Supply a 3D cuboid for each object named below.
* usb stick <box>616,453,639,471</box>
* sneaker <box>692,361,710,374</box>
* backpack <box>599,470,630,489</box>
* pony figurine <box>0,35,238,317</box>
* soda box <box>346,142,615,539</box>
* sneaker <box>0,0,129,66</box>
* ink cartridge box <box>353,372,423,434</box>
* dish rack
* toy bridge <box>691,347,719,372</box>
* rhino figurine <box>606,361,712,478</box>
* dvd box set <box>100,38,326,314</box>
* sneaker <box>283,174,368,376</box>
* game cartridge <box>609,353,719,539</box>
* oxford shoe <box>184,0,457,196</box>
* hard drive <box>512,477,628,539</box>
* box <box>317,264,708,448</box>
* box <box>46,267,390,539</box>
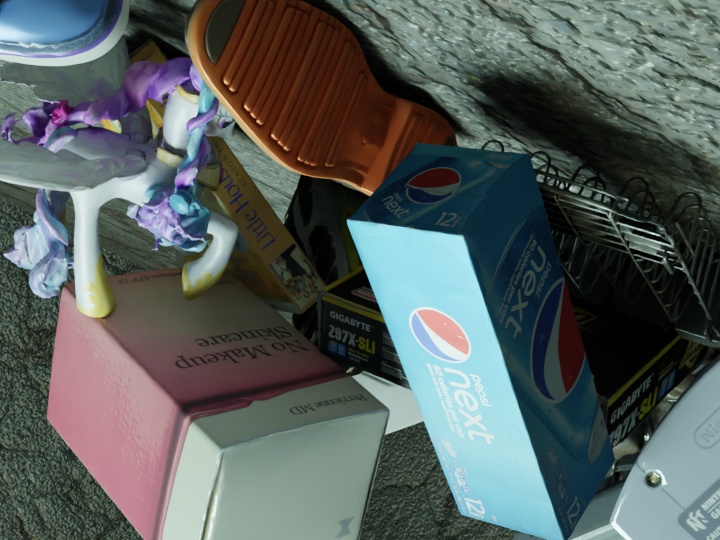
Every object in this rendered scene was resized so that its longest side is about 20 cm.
[{"bbox_3d":[0.285,0.136,0.991,0.198,0.033,0.055,-7,-173,7],"label":"usb stick"},{"bbox_3d":[0.205,0.076,0.988,0.199,0.078,0.112,30,-177,14],"label":"sneaker"},{"bbox_3d":[0.165,0.114,1.101,0.200,0.167,0.126,37,-173,19],"label":"backpack"},{"bbox_3d":[-0.147,-0.065,0.708,0.192,0.167,0.201,9,135,-11],"label":"pony figurine"},{"bbox_3d":[0.065,0.039,0.607,0.068,0.064,0.201,9,135,38],"label":"soda box"},{"bbox_3d":[-0.195,-0.160,0.523,0.199,0.081,0.146,30,176,-7],"label":"sneaker"},{"bbox_3d":[0.053,0.059,0.964,0.115,0.067,0.200,-21,-174,9],"label":"ink cartridge box"},{"bbox_3d":[0.123,-0.021,0.654,0.153,0.055,0.200,18,169,29],"label":"dish rack"},{"bbox_3d":[0.218,0.061,0.852,0.199,0.027,0.067,7,140,-25],"label":"toy bridge"},{"bbox_3d":[0.221,0.094,0.819,0.199,0.060,0.087,-18,162,6],"label":"rhino figurine"},{"bbox_3d":[-0.113,-0.060,0.844,0.201,0.029,0.146,56,162,-19],"label":"dvd box set"},{"bbox_3d":[0.000,0.000,0.893,0.090,0.078,0.201,14,-142,-19],"label":"sneaker"},{"bbox_3d":[0.223,0.096,0.620,0.133,0.200,0.041,46,-148,15],"label":"game cartridge"},{"bbox_3d":[-0.030,-0.083,0.616,0.073,0.072,0.200,24,175,37],"label":"oxford shoe"},{"bbox_3d":[0.220,0.159,0.852,0.139,0.033,0.200,3,153,-35],"label":"hard drive"},{"bbox_3d":[0.098,0.033,0.770,0.199,0.050,0.159,20,-150,32],"label":"box"},{"bbox_3d":[-0.096,0.091,0.782,0.127,0.110,0.200,-8,-149,-39],"label":"box"}]
